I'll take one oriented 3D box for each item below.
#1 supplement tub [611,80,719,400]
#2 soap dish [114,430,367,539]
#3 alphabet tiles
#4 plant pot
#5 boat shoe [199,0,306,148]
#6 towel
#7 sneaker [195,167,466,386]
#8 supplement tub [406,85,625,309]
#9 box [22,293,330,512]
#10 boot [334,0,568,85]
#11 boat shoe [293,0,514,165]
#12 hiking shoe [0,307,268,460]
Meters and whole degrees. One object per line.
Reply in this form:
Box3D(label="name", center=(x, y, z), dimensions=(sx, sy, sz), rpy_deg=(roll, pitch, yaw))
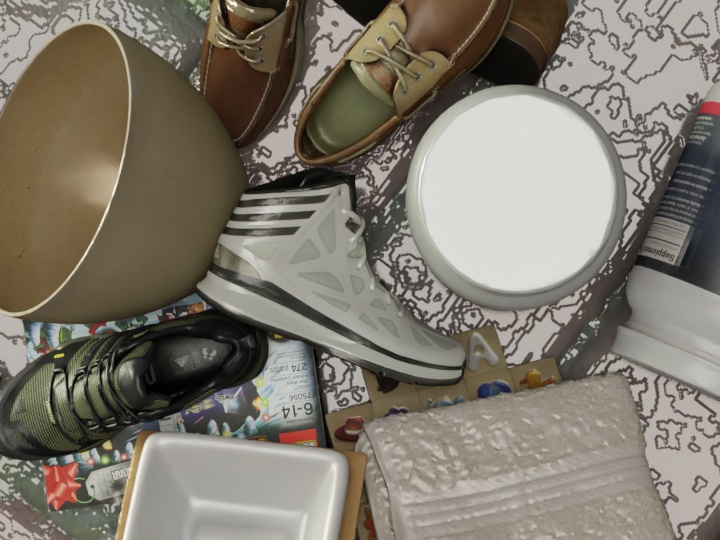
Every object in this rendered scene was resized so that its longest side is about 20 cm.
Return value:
Box3D(label="supplement tub", center=(0.261, -0.014, 1.604), dimensions=(0.140, 0.140, 0.201), rpy_deg=(23, 90, 3))
Box3D(label="soap dish", center=(-0.085, 0.209, 1.565), dimensions=(0.156, 0.081, 0.201), rpy_deg=(5, 63, 9))
Box3D(label="alphabet tiles", center=(0.072, 0.140, 1.640), dimensions=(0.165, 0.006, 0.201), rpy_deg=(-14, 72, -8))
Box3D(label="plant pot", center=(-0.153, -0.050, 1.615), dimensions=(0.134, 0.200, 0.202), rpy_deg=(19, 90, -34))
Box3D(label="boat shoe", center=(-0.074, -0.175, 1.634), dimensions=(0.075, 0.072, 0.201), rpy_deg=(21, 112, 14))
Box3D(label="towel", center=(0.102, 0.146, 1.618), dimensions=(0.199, 0.035, 0.133), rpy_deg=(-12, 72, -8))
Box3D(label="sneaker", center=(0.000, 0.000, 1.597), dimensions=(0.200, 0.076, 0.116), rpy_deg=(21, 93, -25))
Box3D(label="supplement tub", center=(0.100, -0.045, 1.574), dimensions=(0.139, 0.200, 0.141), rpy_deg=(0, 89, 2))
Box3D(label="box", center=(-0.126, 0.085, 1.669), dimensions=(0.198, 0.040, 0.138), rpy_deg=(-9, 89, 2))
Box3D(label="boot", center=(0.049, -0.200, 1.667), dimensions=(0.199, 0.074, 0.076), rpy_deg=(28, 60, 7))
Box3D(label="boat shoe", center=(0.026, -0.135, 1.610), dimensions=(0.076, 0.074, 0.200), rpy_deg=(43, 122, 0))
Box3D(label="hiking shoe", center=(-0.160, 0.070, 1.600), dimensions=(0.199, 0.101, 0.076), rpy_deg=(-23, 86, 1))
